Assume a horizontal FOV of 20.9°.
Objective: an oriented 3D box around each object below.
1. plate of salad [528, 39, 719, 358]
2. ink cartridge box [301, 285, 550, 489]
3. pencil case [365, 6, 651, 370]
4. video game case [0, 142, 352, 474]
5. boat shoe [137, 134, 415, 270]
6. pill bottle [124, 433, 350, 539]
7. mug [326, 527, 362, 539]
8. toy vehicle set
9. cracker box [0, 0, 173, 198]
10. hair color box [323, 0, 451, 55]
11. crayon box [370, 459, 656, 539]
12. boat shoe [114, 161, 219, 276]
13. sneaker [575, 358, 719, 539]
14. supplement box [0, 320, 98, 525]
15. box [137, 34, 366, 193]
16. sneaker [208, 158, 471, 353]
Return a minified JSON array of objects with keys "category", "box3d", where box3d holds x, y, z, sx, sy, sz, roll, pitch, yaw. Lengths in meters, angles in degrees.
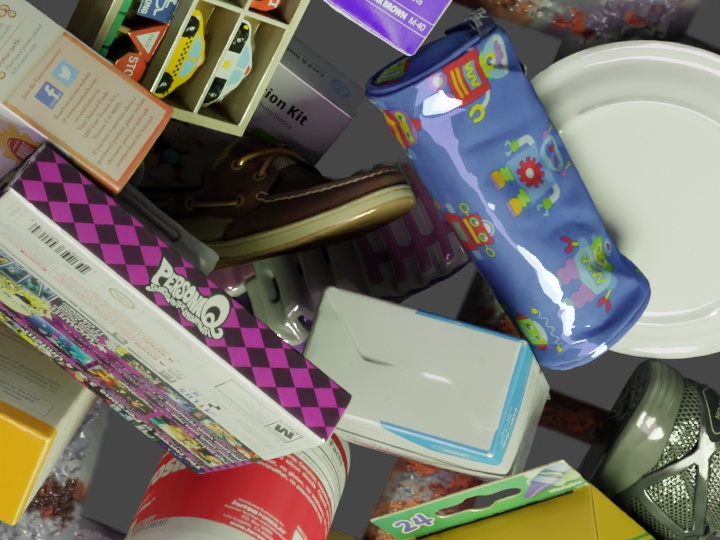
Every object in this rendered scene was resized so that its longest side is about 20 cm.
[{"category":"plate of salad","box3d":[0.167,-0.041,1.112,0.200,0.048,0.200,8,121,13]},{"category":"ink cartridge box","box3d":[0.041,0.073,1.109,0.116,0.200,0.068,16,81,13]},{"category":"pencil case","box3d":[0.084,-0.045,1.063,0.078,0.087,0.200,-5,122,58]},{"category":"video game case","box3d":[-0.120,0.028,1.012,0.200,0.036,0.181,40,156,-13]},{"category":"boat shoe","box3d":[-0.061,-0.042,1.112,0.200,0.072,0.072,-12,89,37]},{"category":"pill bottle","box3d":[-0.070,0.137,1.186,0.112,0.200,0.112,9,130,10]},{"category":"mug","box3d":[-0.062,0.227,1.282,0.153,0.150,0.187,-21,119,17]},{"category":"toy vehicle set","box3d":[-0.070,-0.175,1.031,0.027,0.124,0.200,40,109,39]},{"category":"cracker box","box3d":[-0.203,-0.100,0.986,0.200,0.058,0.134,36,157,-9]},{"category":"hair color box","box3d":[0.064,-0.218,1.001,0.065,0.109,0.200,32,123,-3]},{"category":"crayon box","box3d":[0.108,0.185,1.143,0.126,0.052,0.200,-20,143,23]},{"category":"boat shoe","box3d":[-0.153,-0.048,1.116,0.065,0.074,0.200,-42,65,-4]},{"category":"sneaker","box3d":[0.183,0.151,1.203,0.114,0.076,0.200,25,125,-3]},{"category":"supplement box","box3d":[-0.218,0.050,1.182,0.126,0.200,0.074,27,120,0]},{"category":"box","box3d":[-0.115,-0.078,1.174,0.156,0.041,0.200,37,121,-8]},{"category":"sneaker","box3d":[0.000,0.000,1.166,0.200,0.088,0.081,-27,66,25]}]
